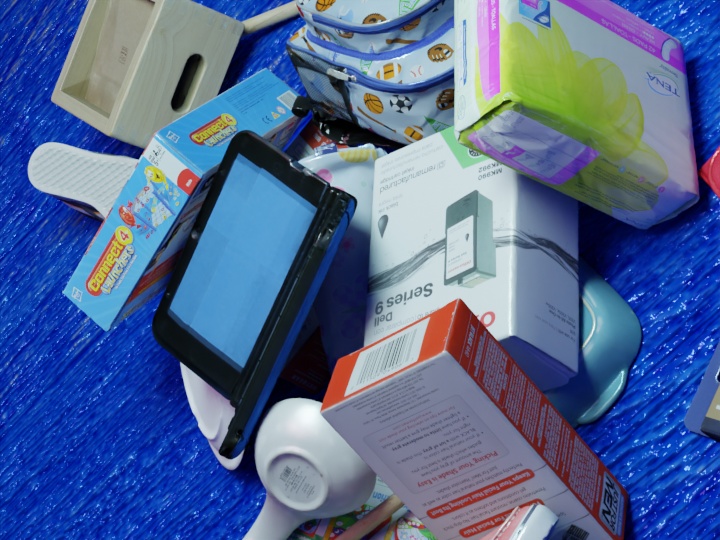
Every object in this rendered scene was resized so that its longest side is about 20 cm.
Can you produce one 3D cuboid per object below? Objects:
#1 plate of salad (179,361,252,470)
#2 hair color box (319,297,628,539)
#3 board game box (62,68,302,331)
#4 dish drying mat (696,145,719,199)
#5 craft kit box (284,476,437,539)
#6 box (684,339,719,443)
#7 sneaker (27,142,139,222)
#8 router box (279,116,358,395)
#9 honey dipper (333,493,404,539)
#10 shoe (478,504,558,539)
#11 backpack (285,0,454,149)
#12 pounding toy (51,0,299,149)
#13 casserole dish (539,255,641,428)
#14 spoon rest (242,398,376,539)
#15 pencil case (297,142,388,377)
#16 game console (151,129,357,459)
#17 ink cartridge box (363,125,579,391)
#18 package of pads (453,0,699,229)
[{"bbox_3d":[-0.120,0.073,1.394,0.200,0.048,0.201,171,90,-70],"label":"plate of salad"},{"bbox_3d":[0.080,0.124,1.085,0.111,0.200,0.064,-28,24,31],"label":"hair color box"},{"bbox_3d":[-0.152,-0.065,1.422,0.196,0.056,0.200,-54,-7,33],"label":"board game box"},{"bbox_3d":[0.327,-0.122,1.134,0.200,0.018,0.077,-47,42,14],"label":"dish drying mat"},{"bbox_3d":[0.002,0.228,1.228,0.200,0.048,0.198,11,71,49],"label":"craft kit box"},{"bbox_3d":[0.299,0.071,1.029,0.200,0.032,0.121,17,79,51],"label":"box"},{"bbox_3d":[-0.246,-0.080,1.666,0.200,0.079,0.079,24,90,26],"label":"sneaker"},{"bbox_3d":[-0.039,-0.018,1.423,0.180,0.049,0.200,-51,40,9],"label":"router box"},{"bbox_3d":[0.032,0.168,1.180,0.200,0.038,0.038,-42,42,24],"label":"honey dipper"},{"bbox_3d":[0.046,0.215,1.077,0.091,0.071,0.200,38,116,11],"label":"shoe"},{"bbox_3d":[0.052,-0.197,1.356,0.190,0.154,0.200,33,71,36],"label":"backpack"},{"bbox_3d":[-0.193,-0.227,1.673,0.184,0.142,0.200,31,100,51],"label":"pounding toy"},{"bbox_3d":[0.130,0.039,1.220,0.121,0.039,0.200,-50,41,11],"label":"casserole dish"},{"bbox_3d":[-0.056,0.173,1.208,0.200,0.099,0.061,-57,-6,34],"label":"spoon rest"},{"bbox_3d":[0.000,0.000,1.288,0.090,0.083,0.201,-13,81,-4],"label":"pencil case"},{"bbox_3d":[-0.095,0.014,1.230,0.171,0.118,0.200,-67,2,-73],"label":"game console"},{"bbox_3d":[0.084,-0.005,1.200,0.146,0.084,0.201,-21,52,37],"label":"ink cartridge box"},{"bbox_3d":[0.159,-0.130,1.170,0.068,0.200,0.155,-34,44,44],"label":"package of pads"}]
